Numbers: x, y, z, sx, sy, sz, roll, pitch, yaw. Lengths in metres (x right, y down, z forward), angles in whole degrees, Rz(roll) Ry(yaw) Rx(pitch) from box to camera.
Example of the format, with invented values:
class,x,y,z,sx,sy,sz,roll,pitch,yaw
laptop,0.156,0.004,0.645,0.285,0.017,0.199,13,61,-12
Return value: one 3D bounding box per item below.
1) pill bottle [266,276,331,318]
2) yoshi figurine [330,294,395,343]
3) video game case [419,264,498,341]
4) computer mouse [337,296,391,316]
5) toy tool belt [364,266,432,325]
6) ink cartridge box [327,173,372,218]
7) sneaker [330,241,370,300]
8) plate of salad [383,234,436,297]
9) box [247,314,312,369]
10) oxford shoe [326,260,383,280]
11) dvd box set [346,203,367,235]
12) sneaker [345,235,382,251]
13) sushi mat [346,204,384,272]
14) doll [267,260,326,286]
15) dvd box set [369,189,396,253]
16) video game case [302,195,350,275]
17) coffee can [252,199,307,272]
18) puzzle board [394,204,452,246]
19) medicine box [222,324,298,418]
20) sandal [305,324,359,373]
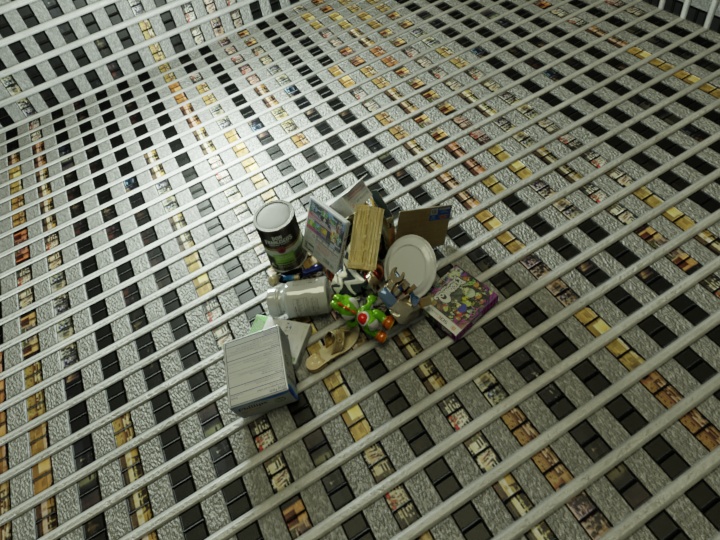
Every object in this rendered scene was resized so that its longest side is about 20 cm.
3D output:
class,x,y,z,sx,sy,sz,roll,pitch,yaw
pill bottle,-0.194,0.090,1.699,0.192,0.116,0.117,-8,49,5
yoshi figurine,0.002,0.130,1.605,0.196,0.113,0.114,30,55,-1
video game case,0.294,0.095,1.642,0.198,0.036,0.180,-38,53,-18
computer mouse,0.016,0.119,1.680,0.192,0.045,0.112,4,54,9
toy tool belt,0.115,0.055,1.604,0.122,0.125,0.202,-39,90,7
ink cartridge box,-0.040,-0.221,1.729,0.115,0.068,0.198,-46,11,-35
sneaker,0.000,0.000,1.679,0.126,0.080,0.204,25,75,9
plate of salad,0.159,-0.008,1.685,0.195,0.047,0.208,-4,84,36
box,-0.261,0.220,1.661,0.193,0.037,0.147,9,54,17
oxford shoe,-0.018,-0.001,1.778,0.192,0.074,0.074,0,30,6
dvd box set,-0.048,-0.166,1.841,0.143,0.030,0.202,-27,21,19
sneaker,0.005,-0.079,1.828,0.198,0.114,0.077,10,70,62
sushi mat,0.017,-0.099,1.645,0.092,0.012,0.208,9,81,-4
doll,-0.215,0.014,1.776,0.194,0.050,0.136,-18,7,-22
dvd box set,0.080,-0.146,1.777,0.029,0.203,0.148,-21,50,-8
video game case,-0.115,-0.115,1.731,0.022,0.188,0.199,-11,36,-39
coffee can,-0.270,-0.115,1.825,0.141,0.203,0.150,-6,49,7
puzzle board,0.202,-0.138,1.742,0.193,0.155,0.018,-10,38,-22
medicine box,-0.288,0.290,1.535,0.176,0.104,0.205,-17,60,4
sandal,-0.083,0.216,1.601,0.210,0.071,0.077,-40,54,-20
